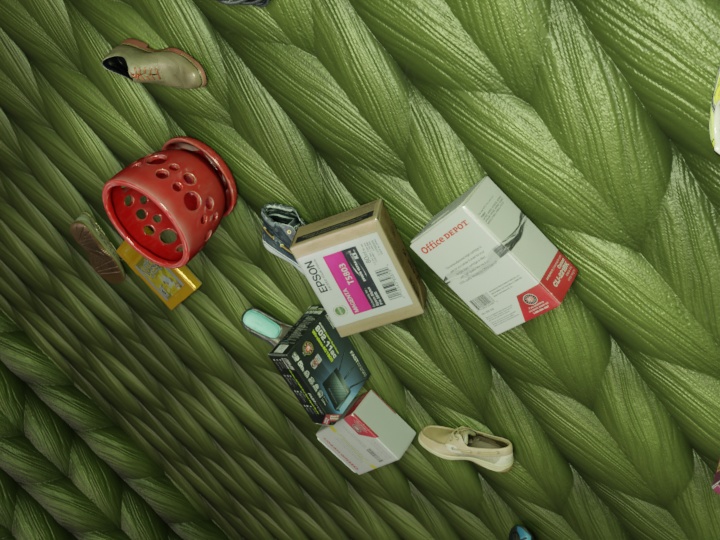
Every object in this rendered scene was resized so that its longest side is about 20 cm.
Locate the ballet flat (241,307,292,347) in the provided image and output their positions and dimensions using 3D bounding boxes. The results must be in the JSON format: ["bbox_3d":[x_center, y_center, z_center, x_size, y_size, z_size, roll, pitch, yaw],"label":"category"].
[{"bbox_3d":[-0.172,0.147,1.544,0.200,0.073,0.073,32,142,1],"label":"ballet flat"}]

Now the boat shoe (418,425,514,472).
[{"bbox_3d":[0.209,0.341,1.405,0.200,0.072,0.065,11,126,29],"label":"boat shoe"}]

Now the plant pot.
[{"bbox_3d":[-0.341,-0.131,1.305,0.200,0.183,0.201,23,139,22],"label":"plant pot"}]

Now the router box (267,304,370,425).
[{"bbox_3d":[-0.079,0.193,1.432,0.062,0.150,0.200,-5,125,43],"label":"router box"}]

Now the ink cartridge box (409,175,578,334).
[{"bbox_3d":[0.194,-0.019,1.041,0.200,0.084,0.144,44,143,-6],"label":"ink cartridge box"}]

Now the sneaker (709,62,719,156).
[{"bbox_3d":[0.393,-0.202,0.694,0.075,0.076,0.200,14,133,33],"label":"sneaker"}]

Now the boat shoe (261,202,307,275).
[{"bbox_3d":[-0.101,-0.049,1.272,0.200,0.071,0.091,25,144,22],"label":"boat shoe"}]

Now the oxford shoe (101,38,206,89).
[{"bbox_3d":[-0.352,-0.338,1.196,0.200,0.075,0.071,19,137,26],"label":"oxford shoe"}]

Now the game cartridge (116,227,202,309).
[{"bbox_3d":[-0.485,-0.007,1.678,0.200,0.032,0.176,47,142,-10],"label":"game cartridge"}]

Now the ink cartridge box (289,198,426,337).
[{"bbox_3d":[0.000,0.000,1.187,0.164,0.075,0.200,-19,117,20],"label":"ink cartridge box"}]

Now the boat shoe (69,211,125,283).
[{"bbox_3d":[-0.644,-0.055,1.753,0.073,0.063,0.200,-9,128,14],"label":"boat shoe"}]

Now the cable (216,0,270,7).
[{"bbox_3d":[-0.176,-0.420,0.916,0.163,0.051,0.200,-19,147,3],"label":"cable"}]

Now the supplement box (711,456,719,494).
[{"bbox_3d":[0.533,0.194,0.869,0.103,0.200,0.131,29,142,14],"label":"supplement box"}]

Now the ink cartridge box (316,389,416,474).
[{"bbox_3d":[0.008,0.369,1.588,0.145,0.083,0.200,44,143,-4],"label":"ink cartridge box"}]

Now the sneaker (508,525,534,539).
[{"bbox_3d":[0.366,0.628,1.568,0.082,0.073,0.200,13,143,7],"label":"sneaker"}]
